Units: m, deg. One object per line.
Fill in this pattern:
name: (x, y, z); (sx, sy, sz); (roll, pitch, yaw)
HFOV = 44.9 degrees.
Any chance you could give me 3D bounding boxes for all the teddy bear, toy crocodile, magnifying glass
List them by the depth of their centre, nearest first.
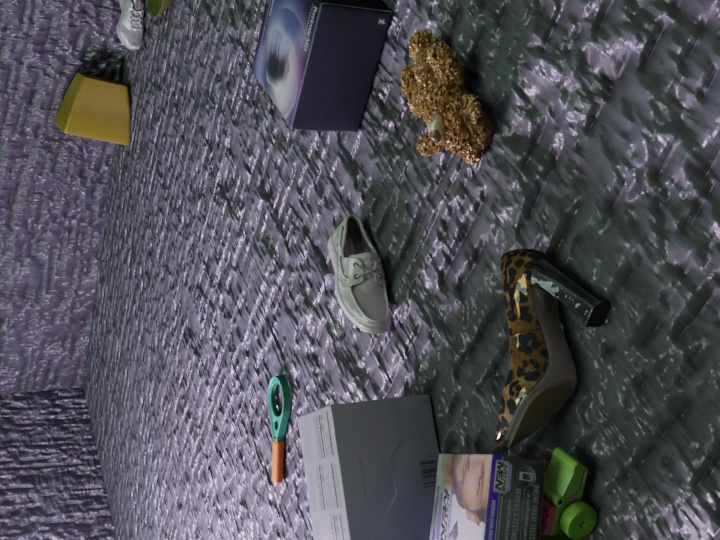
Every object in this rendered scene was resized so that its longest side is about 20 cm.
toy crocodile: (0.195, 0.281, 0.919); (0.068, 0.062, 0.201); (43, 128, 54)
teddy bear: (0.092, -0.215, 1.086); (0.145, 0.067, 0.201); (126, 135, -53)
magnifying glass: (-0.155, 0.298, 1.636); (0.080, 0.022, 0.201); (10, 101, 62)

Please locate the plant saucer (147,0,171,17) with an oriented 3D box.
plant saucer: (-0.519, -0.764, 2.273); (0.200, 0.031, 0.201); (4, 95, 63)

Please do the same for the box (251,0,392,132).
box: (-0.066, -0.347, 1.328); (0.199, 0.123, 0.200); (56, 139, 44)

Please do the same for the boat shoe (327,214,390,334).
boat shoe: (0.000, 0.000, 1.269); (0.069, 0.071, 0.200); (115, 144, -43)

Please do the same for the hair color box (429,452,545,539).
hair color box: (0.134, 0.258, 0.957); (0.200, 0.065, 0.110); (136, 143, -73)

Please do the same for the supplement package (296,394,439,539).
supplement package: (0.018, 0.278, 1.156); (0.111, 0.155, 0.201); (-31, 64, 57)

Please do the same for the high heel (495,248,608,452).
high heel: (0.168, 0.081, 0.939); (0.143, 0.071, 0.200); (43, 113, 46)

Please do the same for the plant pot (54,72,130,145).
plant pot: (-0.818, -0.508, 2.702); (0.200, 0.199, 0.177); (35, 113, 57)

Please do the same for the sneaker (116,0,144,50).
sneaker: (-0.654, -0.731, 2.495); (0.087, 0.074, 0.201); (-15, 79, 57)
